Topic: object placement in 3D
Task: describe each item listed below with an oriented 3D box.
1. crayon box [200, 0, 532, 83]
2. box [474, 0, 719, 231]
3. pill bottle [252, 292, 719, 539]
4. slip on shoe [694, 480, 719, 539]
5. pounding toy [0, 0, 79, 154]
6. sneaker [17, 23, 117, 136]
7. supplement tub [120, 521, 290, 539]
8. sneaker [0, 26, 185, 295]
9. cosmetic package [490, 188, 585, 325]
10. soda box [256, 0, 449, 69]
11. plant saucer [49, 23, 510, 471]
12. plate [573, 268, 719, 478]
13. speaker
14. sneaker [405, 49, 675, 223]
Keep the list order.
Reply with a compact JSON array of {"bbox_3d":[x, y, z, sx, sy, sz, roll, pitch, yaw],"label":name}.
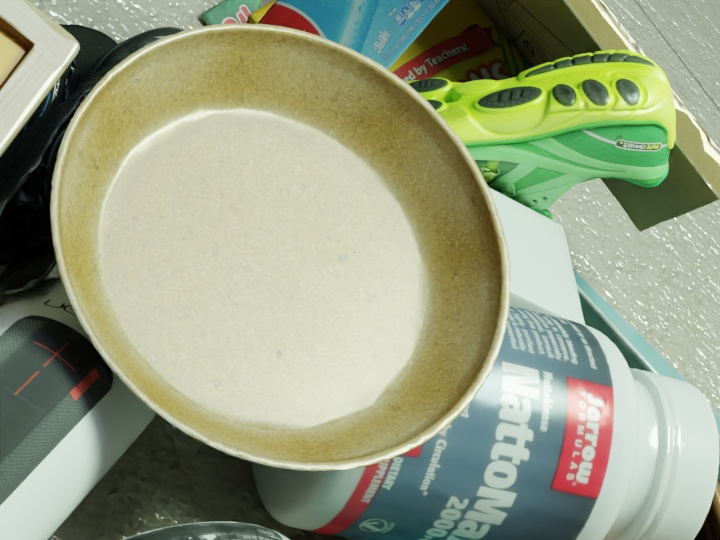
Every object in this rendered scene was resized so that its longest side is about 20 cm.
[{"bbox_3d":[0.018,-0.109,1.174,0.127,0.051,0.200,-35,78,-28],"label":"crayon box"},{"bbox_3d":[0.120,-0.113,1.144,0.201,0.021,0.163,51,-8,0],"label":"box"},{"bbox_3d":[0.061,0.075,0.959,0.198,0.120,0.120,13,42,-24],"label":"pill bottle"},{"bbox_3d":[0.169,0.161,1.040,0.076,0.060,0.202,7,61,-46],"label":"slip on shoe"},{"bbox_3d":[-0.212,-0.045,0.764,0.184,0.142,0.201,38,57,-9],"label":"pounding toy"},{"bbox_3d":[-0.166,-0.094,0.963,0.073,0.082,0.199,49,30,14],"label":"sneaker"},{"bbox_3d":[-0.047,0.200,0.717,0.122,0.123,0.201,13,44,-40],"label":"supplement tub"},{"bbox_3d":[-0.113,-0.054,0.917,0.200,0.104,0.060,-44,106,-34],"label":"sneaker"},{"bbox_3d":[0.000,0.000,1.017,0.199,0.113,0.082,25,36,-30],"label":"cosmetic package"},{"bbox_3d":[-0.021,-0.109,1.033,0.064,0.200,0.068,41,31,-3],"label":"soda box"},{"bbox_3d":[-0.035,-0.007,0.855,0.198,0.035,0.202,10,62,-19],"label":"plant saucer"},{"bbox_3d":[0.159,0.059,1.160,0.200,0.026,0.200,45,6,-6],"label":"plate"},{"bbox_3d":[-0.149,0.078,0.784,0.081,0.081,0.200,43,31,-2],"label":"speaker"},{"bbox_3d":[0.066,-0.056,1.068,0.074,0.198,0.084,-65,143,-53],"label":"sneaker"}]
